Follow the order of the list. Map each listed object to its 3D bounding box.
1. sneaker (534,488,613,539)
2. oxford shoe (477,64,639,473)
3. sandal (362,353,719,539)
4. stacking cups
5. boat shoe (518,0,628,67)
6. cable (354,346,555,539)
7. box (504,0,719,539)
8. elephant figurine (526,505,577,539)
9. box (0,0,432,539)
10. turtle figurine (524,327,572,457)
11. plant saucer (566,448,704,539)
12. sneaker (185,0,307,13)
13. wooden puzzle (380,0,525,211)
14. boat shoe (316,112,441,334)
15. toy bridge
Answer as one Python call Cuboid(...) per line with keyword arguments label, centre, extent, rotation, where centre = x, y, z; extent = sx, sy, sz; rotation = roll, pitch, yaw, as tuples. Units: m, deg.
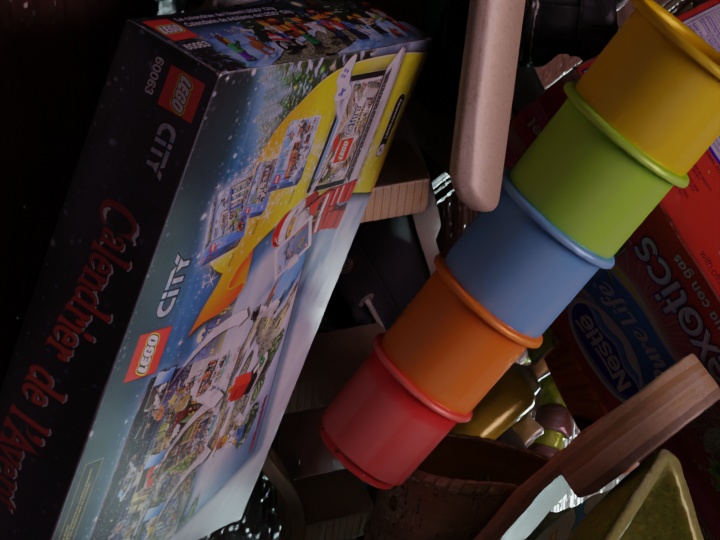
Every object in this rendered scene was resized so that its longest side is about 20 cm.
Cuboid(label="sneaker", centre=(0.160, 0.140, 1.046), extent=(0.199, 0.077, 0.081), rotation=(0, 143, -48))
Cuboid(label="oxford shoe", centre=(0.100, -0.017, 0.955), extent=(0.071, 0.073, 0.201), rotation=(159, -92, -78))
Cuboid(label="sandal", centre=(0.043, 0.080, 0.860), extent=(0.212, 0.070, 0.078), rotation=(-41, 170, 28))
Cuboid(label="stacking cups", centre=(0.058, -0.005, 0.792), extent=(0.200, 0.061, 0.060), rotation=(-50, 156, 12))
Cuboid(label="boat shoe", centre=(0.100, -0.139, 0.946), extent=(0.199, 0.066, 0.075), rotation=(-55, 153, -62))
Cuboid(label="cable", centre=(0.010, 0.106, 0.972), extent=(0.200, 0.050, 0.097), rotation=(-36, 176, -30))
Cuboid(label="box", centre=(0.144, 0.006, 0.870), extent=(0.099, 0.201, 0.095), rotation=(-28, 174, -35))
Cuboid(label="elephant figurine", centre=(0.173, 0.203, 1.148), extent=(0.141, 0.199, 0.156), rotation=(29, 78, -63))
Cuboid(label="box", centre=(-0.056, 0.009, 0.729), extent=(0.136, 0.038, 0.201), rotation=(-18, 134, -59))
Cuboid(label="turtle figurine", centre=(0.121, 0.022, 1.035), extent=(0.064, 0.161, 0.201), rotation=(43, 60, -40))
Cuboid(label="plant saucer", centre=(0.084, 0.198, 0.782), extent=(0.200, 0.048, 0.201), rotation=(-46, 123, -51))
Cuboid(label="sneaker", centre=(-0.036, -0.124, 0.740), extent=(0.077, 0.076, 0.200), rotation=(-38, 166, 11))
Cuboid(label="wooden puzzle", centre=(0.035, -0.131, 0.816), extent=(0.200, 0.037, 0.186), rotation=(-109, -155, -76))
Cuboid(label="boat shoe", centre=(0.000, 0.000, 0.893), extent=(0.062, 0.073, 0.200), rotation=(-20, 142, -6))
Cuboid(label="toy bridge", centre=(-0.019, 0.039, 0.847), extent=(0.067, 0.027, 0.201), rotation=(-10, 135, -20))
